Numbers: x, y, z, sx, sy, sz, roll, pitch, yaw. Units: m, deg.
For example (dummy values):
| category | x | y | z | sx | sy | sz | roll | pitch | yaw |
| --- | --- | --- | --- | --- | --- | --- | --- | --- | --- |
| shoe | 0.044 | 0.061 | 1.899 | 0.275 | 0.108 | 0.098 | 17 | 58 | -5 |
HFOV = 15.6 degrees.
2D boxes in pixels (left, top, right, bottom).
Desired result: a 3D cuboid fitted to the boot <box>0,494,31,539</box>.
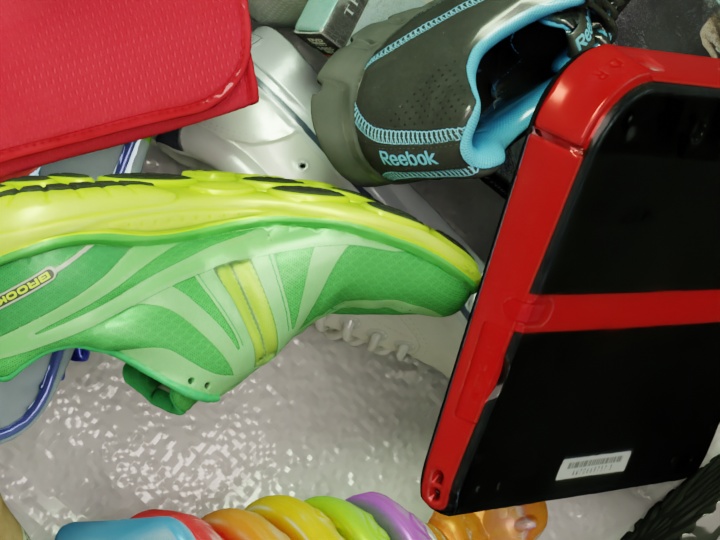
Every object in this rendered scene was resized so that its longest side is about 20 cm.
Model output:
| category | x | y | z | sx | sy | sz | roll | pitch | yaw |
| --- | --- | --- | --- | --- | --- | --- | --- | --- | --- |
| boot | -0.209 | 0.078 | 0.897 | 0.175 | 0.066 | 0.200 | -29 | 129 | -6 |

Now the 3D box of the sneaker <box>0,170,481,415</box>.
| category | x | y | z | sx | sy | sz | roll | pitch | yaw |
| --- | --- | --- | --- | --- | --- | --- | --- | --- | --- |
| sneaker | -0.053 | 0.008 | 0.944 | 0.199 | 0.074 | 0.084 | 0 | 100 | -24 |

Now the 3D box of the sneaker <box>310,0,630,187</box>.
| category | x | y | z | sx | sy | sz | roll | pitch | yaw |
| --- | --- | --- | --- | --- | --- | --- | --- | --- | --- |
| sneaker | 0.074 | -0.097 | 0.973 | 0.200 | 0.082 | 0.073 | -48 | 123 | -23 |

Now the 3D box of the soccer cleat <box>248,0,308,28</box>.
| category | x | y | z | sx | sy | sz | roll | pitch | yaw |
| --- | --- | --- | --- | --- | --- | --- | --- | --- | --- |
| soccer cleat | 0.002 | -0.189 | 1.027 | 0.070 | 0.086 | 0.201 | 19 | 81 | -16 |

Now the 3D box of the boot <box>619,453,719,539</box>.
| category | x | y | z | sx | sy | sz | roll | pitch | yaw |
| --- | --- | --- | --- | --- | --- | --- | --- | --- | --- |
| boot | 0.161 | 0.171 | 1.062 | 0.211 | 0.079 | 0.158 | -44 | 96 | -9 |

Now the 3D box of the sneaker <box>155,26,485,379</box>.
| category | x | y | z | sx | sy | sz | roll | pitch | yaw |
| --- | --- | --- | --- | --- | --- | --- | --- | --- | --- |
| sneaker | 0.000 | 0.000 | 1.032 | 0.071 | 0.073 | 0.200 | -42 | 91 | -6 |

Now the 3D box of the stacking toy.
| category | x | y | z | sx | sy | sz | roll | pitch | yaw |
| --- | --- | --- | --- | --- | --- | --- | --- | --- | --- |
| stacking toy | -0.008 | 0.123 | 1.011 | 0.200 | 0.116 | 0.110 | -17 | 93 | -32 |

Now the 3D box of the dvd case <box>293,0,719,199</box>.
| category | x | y | z | sx | sy | sz | roll | pitch | yaw |
| --- | --- | --- | --- | --- | --- | --- | --- | --- | --- |
| dvd case | 0.074 | -0.104 | 1.039 | 0.200 | 0.022 | 0.146 | 36 | 76 | -37 |

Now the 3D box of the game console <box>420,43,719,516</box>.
| category | x | y | z | sx | sy | sz | roll | pitch | yaw |
| --- | --- | --- | --- | --- | --- | --- | --- | --- | --- |
| game console | 0.104 | 0.004 | 1.000 | 0.200 | 0.031 | 0.177 | -1 | 116 | -54 |

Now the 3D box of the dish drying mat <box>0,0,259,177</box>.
| category | x | y | z | sx | sy | sz | roll | pitch | yaw |
| --- | --- | --- | --- | --- | --- | --- | --- | --- | --- |
| dish drying mat | -0.128 | -0.069 | 0.910 | 0.199 | 0.018 | 0.077 | -17 | 106 | -25 |

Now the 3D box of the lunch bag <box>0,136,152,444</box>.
| category | x | y | z | sx | sy | sz | roll | pitch | yaw |
| --- | --- | --- | --- | --- | --- | --- | --- | --- | --- |
| lunch bag | -0.162 | -0.040 | 0.968 | 0.160 | 0.082 | 0.201 | 20 | 81 | -15 |

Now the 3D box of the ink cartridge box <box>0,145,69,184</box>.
| category | x | y | z | sx | sy | sz | roll | pitch | yaw |
| --- | --- | --- | --- | --- | --- | --- | --- | --- | --- |
| ink cartridge box | -0.194 | -0.096 | 0.893 | 0.160 | 0.047 | 0.200 | -38 | 98 | -18 |
